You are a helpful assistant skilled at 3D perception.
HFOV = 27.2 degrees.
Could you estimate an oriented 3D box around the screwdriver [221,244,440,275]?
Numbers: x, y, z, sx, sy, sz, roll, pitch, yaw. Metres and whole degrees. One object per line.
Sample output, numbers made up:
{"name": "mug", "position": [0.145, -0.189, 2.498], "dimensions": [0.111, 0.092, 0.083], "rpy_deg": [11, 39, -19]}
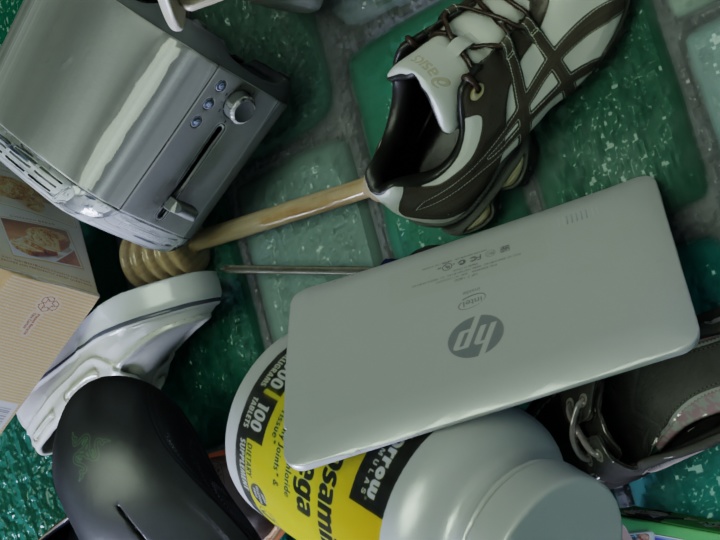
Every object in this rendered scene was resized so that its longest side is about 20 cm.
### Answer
{"name": "screwdriver", "position": [0.000, 0.000, 0.837], "dimensions": [0.198, 0.029, 0.028], "rpy_deg": [0, 91, 41]}

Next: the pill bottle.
{"name": "pill bottle", "position": [0.029, 0.106, 0.733], "dimensions": [0.199, 0.112, 0.114], "rpy_deg": [23, 104, 49]}

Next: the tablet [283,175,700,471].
{"name": "tablet", "position": [0.056, 0.022, 0.711], "dimensions": [0.198, 0.014, 0.131], "rpy_deg": [-19, 36, 14]}

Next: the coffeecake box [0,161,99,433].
{"name": "coffeecake box", "position": [-0.251, -0.009, 0.954], "dimensions": [0.154, 0.073, 0.201], "rpy_deg": [-50, 42, 26]}

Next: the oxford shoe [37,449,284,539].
{"name": "oxford shoe", "position": [-0.122, 0.158, 0.895], "dimensions": [0.199, 0.073, 0.072], "rpy_deg": [-27, 74, 33]}

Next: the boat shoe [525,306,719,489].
{"name": "boat shoe", "position": [0.144, 0.058, 0.705], "dimensions": [0.199, 0.057, 0.068], "rpy_deg": [-28, 75, 34]}

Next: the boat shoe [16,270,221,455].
{"name": "boat shoe", "position": [-0.151, 0.061, 0.920], "dimensions": [0.199, 0.072, 0.066], "rpy_deg": [-29, 78, 34]}

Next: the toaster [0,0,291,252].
{"name": "toaster", "position": [-0.145, -0.102, 0.873], "dimensions": [0.199, 0.113, 0.130], "rpy_deg": [35, 96, 36]}

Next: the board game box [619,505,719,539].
{"name": "board game box", "position": [0.177, 0.222, 0.698], "dimensions": [0.133, 0.029, 0.203], "rpy_deg": [5, 93, 36]}

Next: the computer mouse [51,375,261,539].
{"name": "computer mouse", "position": [-0.105, 0.147, 0.833], "dimensions": [0.138, 0.053, 0.200], "rpy_deg": [-42, 83, 15]}

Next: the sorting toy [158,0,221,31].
{"name": "sorting toy", "position": [-0.030, -0.232, 0.705], "dimensions": [0.198, 0.180, 0.108], "rpy_deg": [-19, 63, 0]}

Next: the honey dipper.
{"name": "honey dipper", "position": [-0.058, -0.029, 0.875], "dimensions": [0.198, 0.038, 0.038], "rpy_deg": [-16, 81, 31]}

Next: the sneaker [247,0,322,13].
{"name": "sneaker", "position": [-0.092, -0.214, 0.873], "dimensions": [0.199, 0.077, 0.083], "rpy_deg": [32, 105, 32]}

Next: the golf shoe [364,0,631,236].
{"name": "golf shoe", "position": [0.069, -0.109, 0.741], "dimensions": [0.077, 0.094, 0.202], "rpy_deg": [35, 108, 33]}
